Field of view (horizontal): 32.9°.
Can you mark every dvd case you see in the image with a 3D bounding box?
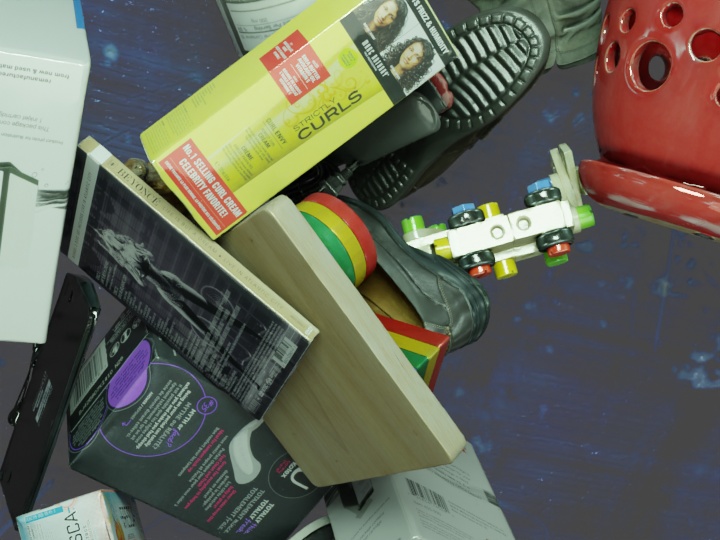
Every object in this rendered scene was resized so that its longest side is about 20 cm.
[{"bbox_3d":[-0.126,0.011,0.848,0.199,0.016,0.149,39,148,3],"label":"dvd case"}]

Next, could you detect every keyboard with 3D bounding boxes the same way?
[{"bbox_3d":[-0.232,0.096,0.945,0.039,0.104,0.202,12,112,-33],"label":"keyboard"}]

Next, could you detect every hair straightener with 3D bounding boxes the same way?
[{"bbox_3d":[-0.026,-0.083,0.891,0.198,0.077,0.041,-19,116,30],"label":"hair straightener"}]

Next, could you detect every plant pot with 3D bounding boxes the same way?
[{"bbox_3d":[0.260,-0.118,0.896,0.198,0.200,0.185,16,96,-24],"label":"plant pot"}]

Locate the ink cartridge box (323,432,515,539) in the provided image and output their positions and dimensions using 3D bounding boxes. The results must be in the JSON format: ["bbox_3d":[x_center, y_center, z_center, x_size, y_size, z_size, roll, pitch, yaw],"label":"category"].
[{"bbox_3d":[0.048,0.207,1.032,0.146,0.201,0.083,32,109,-28],"label":"ink cartridge box"}]

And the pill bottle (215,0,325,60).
[{"bbox_3d":[-0.046,-0.204,0.828,0.113,0.114,0.202,-24,123,-3],"label":"pill bottle"}]

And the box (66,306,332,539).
[{"bbox_3d":[-0.124,0.125,0.988,0.199,0.106,0.123,33,106,-29],"label":"box"}]

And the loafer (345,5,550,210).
[{"bbox_3d":[0.068,-0.125,0.918,0.200,0.071,0.073,-39,81,34],"label":"loafer"}]

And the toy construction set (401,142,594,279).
[{"bbox_3d":[0.111,-0.026,0.973,0.198,0.131,0.093,-30,78,0],"label":"toy construction set"}]

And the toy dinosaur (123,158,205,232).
[{"bbox_3d":[-0.131,-0.055,0.914,0.106,0.060,0.200,-41,154,-4],"label":"toy dinosaur"}]

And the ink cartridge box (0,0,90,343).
[{"bbox_3d":[-0.240,-0.074,0.820,0.083,0.146,0.202,6,117,-20],"label":"ink cartridge box"}]

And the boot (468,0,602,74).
[{"bbox_3d":[0.098,-0.196,0.908,0.197,0.068,0.132,-10,126,-10],"label":"boot"}]

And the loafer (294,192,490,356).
[{"bbox_3d":[0.000,0.000,0.916,0.072,0.198,0.074,-29,138,-50],"label":"loafer"}]

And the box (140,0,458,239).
[{"bbox_3d":[-0.040,-0.112,0.781,0.199,0.050,0.076,-35,122,1],"label":"box"}]

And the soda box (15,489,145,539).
[{"bbox_3d":[-0.213,0.212,0.961,0.068,0.200,0.064,-17,81,-7],"label":"soda box"}]

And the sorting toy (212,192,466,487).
[{"bbox_3d":[-0.025,0.045,0.857,0.069,0.198,0.201,-40,98,-31],"label":"sorting toy"}]

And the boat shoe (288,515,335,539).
[{"bbox_3d":[-0.026,0.252,1.048,0.074,0.060,0.200,-46,163,16],"label":"boat shoe"}]
